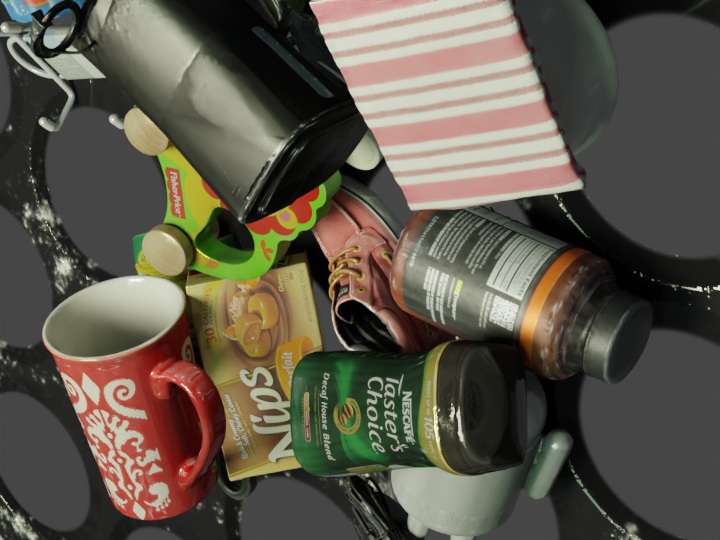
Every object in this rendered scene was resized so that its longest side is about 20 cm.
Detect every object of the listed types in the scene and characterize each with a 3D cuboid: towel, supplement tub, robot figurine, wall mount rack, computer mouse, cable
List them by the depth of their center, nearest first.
[{"bbox_3d":[0.064,-0.129,1.032,0.146,0.030,0.200,-4,128,34],"label":"towel"},{"bbox_3d":[0.128,0.020,1.176,0.199,0.107,0.107,26,125,30],"label":"supplement tub"},{"bbox_3d":[0.093,0.145,1.263,0.169,0.113,0.201,12,125,-1],"label":"robot figurine"},{"bbox_3d":[0.035,0.251,1.366,0.139,0.053,0.200,59,171,14],"label":"computer mouse"},{"bbox_3d":[-0.304,-0.204,1.431,0.199,0.075,0.174,3,149,41],"label":"wall mount rack"},{"bbox_3d":[-0.144,0.131,1.471,0.097,0.050,0.200,-24,107,34],"label":"cable"}]

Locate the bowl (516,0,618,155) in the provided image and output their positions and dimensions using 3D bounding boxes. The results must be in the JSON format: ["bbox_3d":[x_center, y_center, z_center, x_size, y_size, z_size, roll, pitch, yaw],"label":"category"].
[{"bbox_3d":[0.084,-0.132,1.105,0.200,0.091,0.202,19,141,17],"label":"bowl"}]

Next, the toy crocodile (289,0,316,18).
[{"bbox_3d":[-0.083,-0.180,1.299,0.067,0.062,0.201,34,129,25],"label":"toy crocodile"}]

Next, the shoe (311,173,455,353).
[{"bbox_3d":[0.000,0.000,1.291,0.200,0.091,0.072,48,134,13],"label":"shoe"}]

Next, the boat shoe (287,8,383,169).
[{"bbox_3d":[-0.040,-0.175,1.239,0.200,0.062,0.073,47,148,-4],"label":"boat shoe"}]

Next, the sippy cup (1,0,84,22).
[{"bbox_3d":[-0.303,-0.309,1.394,0.139,0.178,0.131,-15,117,1],"label":"sippy cup"}]

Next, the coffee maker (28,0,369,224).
[{"bbox_3d":[-0.115,-0.137,1.125,0.200,0.192,0.135,46,153,14],"label":"coffee maker"}]

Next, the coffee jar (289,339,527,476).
[{"bbox_3d":[0.039,0.109,1.163,0.199,0.085,0.105,-8,80,42],"label":"coffee jar"}]

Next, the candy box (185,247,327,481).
[{"bbox_3d":[-0.087,0.090,1.397,0.115,0.055,0.201,-11,108,1],"label":"candy box"}]

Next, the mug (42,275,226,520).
[{"bbox_3d":[-0.200,0.134,1.370,0.178,0.133,0.201,-125,21,-56],"label":"mug"}]

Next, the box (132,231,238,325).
[{"bbox_3d":[-0.152,0.046,1.482,0.117,0.048,0.201,-10,106,44],"label":"box"}]

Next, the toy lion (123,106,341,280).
[{"bbox_3d":[-0.105,-0.077,1.288,0.191,0.069,0.201,15,127,25],"label":"toy lion"}]
